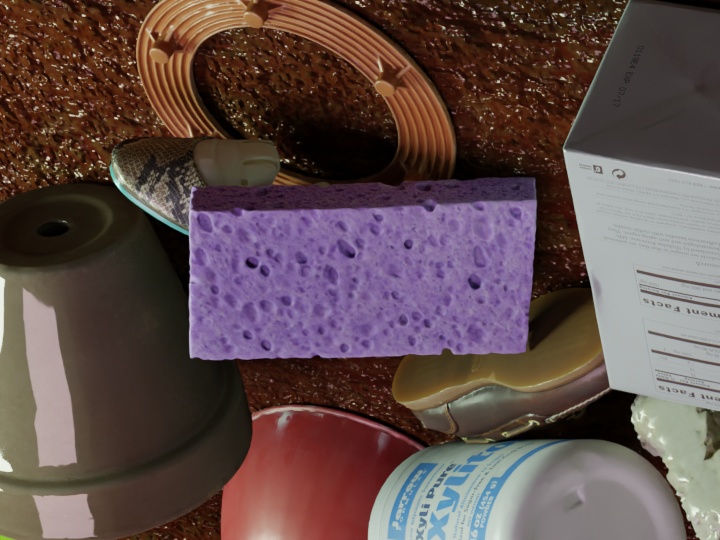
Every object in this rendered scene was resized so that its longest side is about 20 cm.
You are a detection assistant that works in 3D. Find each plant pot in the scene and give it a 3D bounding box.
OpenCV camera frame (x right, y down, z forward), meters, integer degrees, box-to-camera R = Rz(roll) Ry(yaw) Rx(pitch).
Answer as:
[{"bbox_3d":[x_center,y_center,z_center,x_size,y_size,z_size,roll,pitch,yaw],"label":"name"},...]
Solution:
[{"bbox_3d":[-0.175,0.045,1.779,0.199,0.200,0.175,8,124,24],"label":"plant pot"}]

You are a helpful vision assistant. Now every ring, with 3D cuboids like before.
[{"bbox_3d":[-0.040,-0.091,1.631,0.200,0.019,0.201,18,145,13],"label":"ring"}]

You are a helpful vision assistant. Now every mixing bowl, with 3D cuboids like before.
[{"bbox_3d":[-0.017,0.195,1.923,0.199,0.109,0.201,17,146,12],"label":"mixing bowl"}]

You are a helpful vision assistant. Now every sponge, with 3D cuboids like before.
[{"bbox_3d":[0.000,0.000,1.627,0.199,0.030,0.112,-1,129,-2],"label":"sponge"}]

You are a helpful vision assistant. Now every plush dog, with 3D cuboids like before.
[{"bbox_3d":[0.270,0.138,1.645,0.199,0.161,0.171,-13,154,43],"label":"plush dog"}]

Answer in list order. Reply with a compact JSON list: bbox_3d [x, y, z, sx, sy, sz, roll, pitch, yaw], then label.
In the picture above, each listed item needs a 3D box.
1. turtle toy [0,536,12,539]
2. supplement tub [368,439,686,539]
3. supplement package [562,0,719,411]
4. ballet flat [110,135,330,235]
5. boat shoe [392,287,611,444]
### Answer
[{"bbox_3d":[-0.244,0.137,1.997,0.145,0.101,0.200,20,146,8],"label":"turtle toy"},{"bbox_3d":[0.100,0.169,1.742,0.132,0.132,0.200,38,162,-18],"label":"supplement tub"},{"bbox_3d":[0.186,-0.028,1.482,0.109,0.114,0.200,11,145,22],"label":"supplement package"},{"bbox_3d":[-0.050,-0.033,1.655,0.200,0.068,0.075,36,124,-25],"label":"ballet flat"},{"bbox_3d":[0.106,0.062,1.701,0.070,0.071,0.200,38,152,-25],"label":"boat shoe"}]
